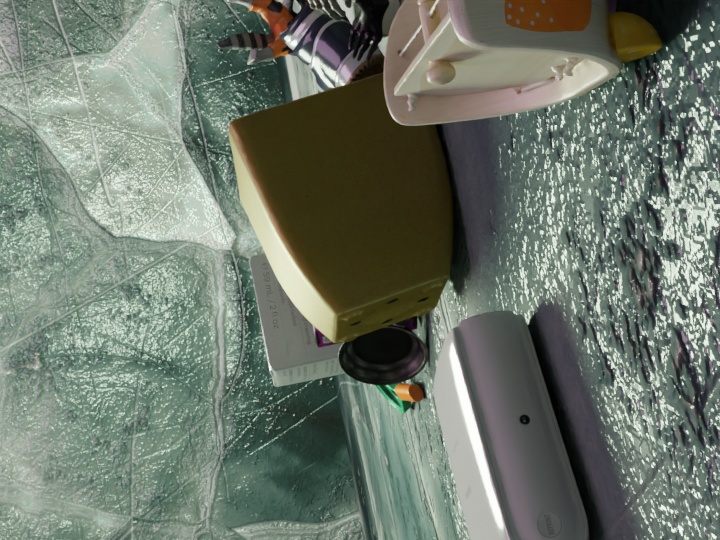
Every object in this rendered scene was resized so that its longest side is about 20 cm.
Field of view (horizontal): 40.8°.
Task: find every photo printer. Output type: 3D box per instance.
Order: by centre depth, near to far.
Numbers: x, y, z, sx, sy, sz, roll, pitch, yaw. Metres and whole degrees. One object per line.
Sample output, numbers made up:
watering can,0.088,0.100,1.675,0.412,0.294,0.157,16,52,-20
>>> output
photo printer,0.112,0.154,0.744,0.167,0.068,0.202,93,165,-65

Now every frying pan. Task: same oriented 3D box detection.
frying pan,0.027,0.077,1.190,0.192,0.113,0.031,87,-178,-45

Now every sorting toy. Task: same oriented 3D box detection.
sorting toy,0.071,-0.178,0.473,0.200,0.105,0.183,180,86,-84

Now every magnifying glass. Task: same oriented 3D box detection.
magnifying glass,0.056,0.174,1.403,0.080,0.022,0.200,51,170,-3

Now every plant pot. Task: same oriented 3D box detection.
plant pot,-0.005,-0.046,0.961,0.196,0.192,0.202,100,150,-72

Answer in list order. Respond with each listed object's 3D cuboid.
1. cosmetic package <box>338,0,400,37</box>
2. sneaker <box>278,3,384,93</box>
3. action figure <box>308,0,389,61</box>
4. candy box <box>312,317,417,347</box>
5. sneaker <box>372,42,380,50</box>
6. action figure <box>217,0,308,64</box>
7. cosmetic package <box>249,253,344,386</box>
cosmetic package,-0.006,-0.345,1.024,0.151,0.051,0.203,-137,36,-75
sneaker,-0.029,-0.203,1.007,0.109,0.070,0.200,48,165,11
action figure,0.022,-0.231,0.718,0.200,0.117,0.104,70,-158,-67
candy box,0.000,0.000,1.174,0.201,0.134,0.061,85,173,-47
sneaker,0.018,-0.178,1.120,0.082,0.077,0.201,48,163,22
action figure,-0.107,-0.351,1.348,0.105,0.192,0.202,-46,62,36
cosmetic package,-0.048,0.059,1.409,0.167,0.197,0.170,99,158,-75
